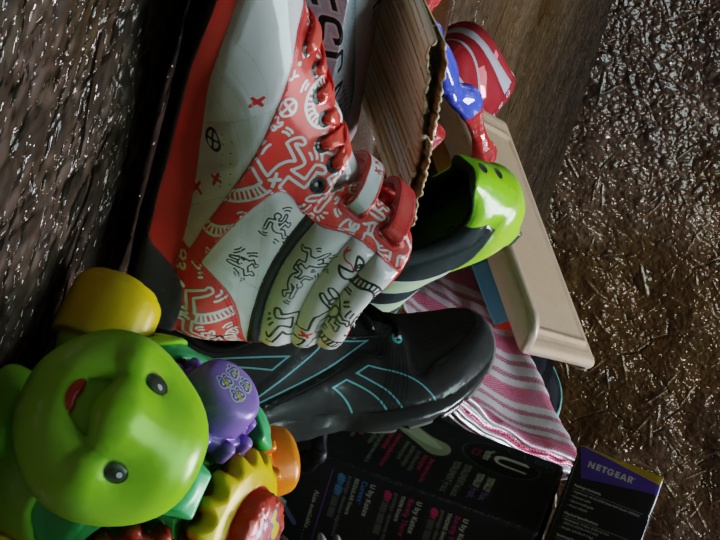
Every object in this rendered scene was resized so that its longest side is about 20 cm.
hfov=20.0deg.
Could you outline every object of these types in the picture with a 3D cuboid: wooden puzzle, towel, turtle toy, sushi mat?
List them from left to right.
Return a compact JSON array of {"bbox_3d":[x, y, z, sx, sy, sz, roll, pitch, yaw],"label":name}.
[{"bbox_3d":[-0.086,0.080,0.767,0.146,0.101,0.200,-66,157,-18],"label":"turtle toy"},{"bbox_3d":[0.007,-0.115,0.934,0.201,0.012,0.096,-108,-157,-50],"label":"sushi mat"},{"bbox_3d":[0.066,0.039,1.313,0.030,0.146,0.201,-45,-142,21],"label":"towel"},{"bbox_3d":[0.095,-0.025,1.351,0.200,0.037,0.186,26,44,-72],"label":"wooden puzzle"}]

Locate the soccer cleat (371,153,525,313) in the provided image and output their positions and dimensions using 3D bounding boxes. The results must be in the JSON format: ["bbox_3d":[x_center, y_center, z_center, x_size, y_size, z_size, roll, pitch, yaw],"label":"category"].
[{"bbox_3d":[0.000,0.000,1.131,0.200,0.068,0.081,-36,150,16],"label":"soccer cleat"}]

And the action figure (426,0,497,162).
[{"bbox_3d":[0.020,-0.107,1.128,0.099,0.065,0.201,-56,148,-29],"label":"action figure"}]

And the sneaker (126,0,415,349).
[{"bbox_3d":[-0.023,-0.058,0.821,0.067,0.107,0.202,-99,-157,-60],"label":"sneaker"}]

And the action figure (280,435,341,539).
[{"bbox_3d":[-0.058,0.131,1.082,0.102,0.118,0.201,-89,-172,-84],"label":"action figure"}]

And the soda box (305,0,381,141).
[{"bbox_3d":[-0.025,-0.125,0.859,0.069,0.063,0.201,-62,168,-46],"label":"soda box"}]

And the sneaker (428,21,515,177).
[{"bbox_3d":[0.060,-0.086,1.482,0.113,0.071,0.201,-57,162,-47],"label":"sneaker"}]

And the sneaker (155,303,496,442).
[{"bbox_3d":[-0.018,0.041,0.990,0.199,0.075,0.080,-15,110,-31],"label":"sneaker"}]

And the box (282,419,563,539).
[{"bbox_3d":[0.004,0.144,1.189,0.122,0.199,0.107,-44,152,-71],"label":"box"}]

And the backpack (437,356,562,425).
[{"bbox_3d":[0.045,0.092,1.419,0.153,0.176,0.200,-49,-178,35],"label":"backpack"}]

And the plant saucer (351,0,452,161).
[{"bbox_3d":[0.017,-0.116,1.269,0.200,0.034,0.201,20,90,-82],"label":"plant saucer"}]

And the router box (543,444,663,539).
[{"bbox_3d":[0.120,0.200,1.189,0.200,0.052,0.158,79,32,-75],"label":"router box"}]
